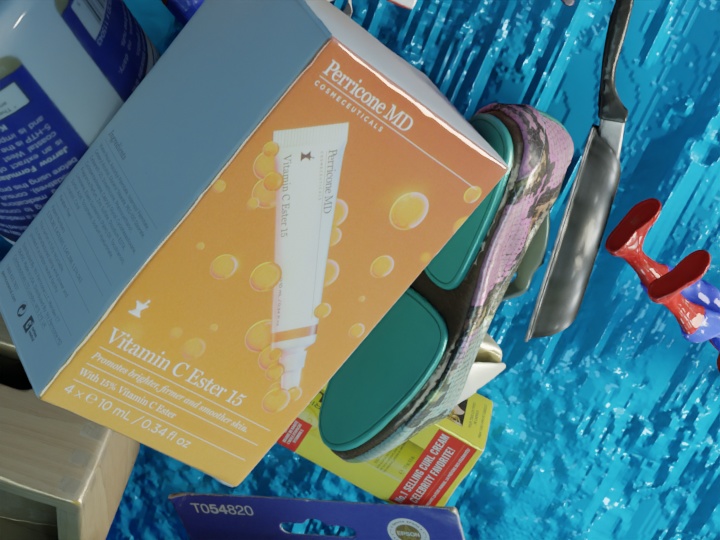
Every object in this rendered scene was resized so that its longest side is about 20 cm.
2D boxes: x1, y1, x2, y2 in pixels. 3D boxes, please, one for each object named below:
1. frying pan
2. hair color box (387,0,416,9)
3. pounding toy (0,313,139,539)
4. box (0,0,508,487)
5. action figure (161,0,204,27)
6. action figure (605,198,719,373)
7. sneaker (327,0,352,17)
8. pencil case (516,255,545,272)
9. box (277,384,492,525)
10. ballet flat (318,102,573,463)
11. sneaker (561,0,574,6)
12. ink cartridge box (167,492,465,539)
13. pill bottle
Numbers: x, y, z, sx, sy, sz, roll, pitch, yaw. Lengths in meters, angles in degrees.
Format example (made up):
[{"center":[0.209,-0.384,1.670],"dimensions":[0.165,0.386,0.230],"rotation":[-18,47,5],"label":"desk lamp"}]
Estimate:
[{"center":[0.119,-0.052,0.823],"dimensions":[0.031,0.115,0.192],"rotation":[18,81,7],"label":"frying pan"},{"center":[0.006,-0.227,0.679],"dimensions":[0.110,0.064,0.201],"rotation":[20,100,-16],"label":"hair color box"},{"center":[-0.230,0.064,0.937],"dimensions":[0.198,0.143,0.184],"rotation":[18,150,1],"label":"pounding toy"},{"center":[-0.053,-0.021,0.729],"dimensions":[0.124,0.098,0.200],"rotation":[31,105,-39],"label":"box"},{"center":[-0.053,-0.104,0.814],"dimensions":[0.199,0.052,0.065],"rotation":[30,168,3],"label":"action figure"},{"center":[0.212,0.016,0.831],"dimensions":[0.099,0.065,0.200],"rotation":[-39,139,7],"label":"action figure"},{"center":[-0.057,-0.200,0.762],"dimensions":[0.199,0.075,0.115],"rotation":[35,120,-14],"label":"sneaker"},{"center":[0.000,0.000,0.847],"dimensions":[0.199,0.078,0.090],"rotation":[-27,147,6],"label":"pencil case"},{"center":[-0.026,0.067,0.942],"dimensions":[0.199,0.050,0.075],"rotation":[30,123,-7],"label":"box"},{"center":[0.050,0.013,0.786],"dimensions":[0.071,0.069,0.201],"rotation":[10,115,-39],"label":"ballet flat"},{"center":[0.147,-0.199,0.733],"dimensions":[0.199,0.075,0.087],"rotation":[-28,132,33],"label":"sneaker"},{"center":[-0.011,0.224,1.012],"dimensions":[0.198,0.041,0.201],"rotation":[-1,131,24],"label":"ink cartridge box"},{"center":[-0.150,-0.078,0.783],"dimensions":[0.119,0.121,0.200],"rotation":[-10,143,19],"label":"pill bottle"}]
